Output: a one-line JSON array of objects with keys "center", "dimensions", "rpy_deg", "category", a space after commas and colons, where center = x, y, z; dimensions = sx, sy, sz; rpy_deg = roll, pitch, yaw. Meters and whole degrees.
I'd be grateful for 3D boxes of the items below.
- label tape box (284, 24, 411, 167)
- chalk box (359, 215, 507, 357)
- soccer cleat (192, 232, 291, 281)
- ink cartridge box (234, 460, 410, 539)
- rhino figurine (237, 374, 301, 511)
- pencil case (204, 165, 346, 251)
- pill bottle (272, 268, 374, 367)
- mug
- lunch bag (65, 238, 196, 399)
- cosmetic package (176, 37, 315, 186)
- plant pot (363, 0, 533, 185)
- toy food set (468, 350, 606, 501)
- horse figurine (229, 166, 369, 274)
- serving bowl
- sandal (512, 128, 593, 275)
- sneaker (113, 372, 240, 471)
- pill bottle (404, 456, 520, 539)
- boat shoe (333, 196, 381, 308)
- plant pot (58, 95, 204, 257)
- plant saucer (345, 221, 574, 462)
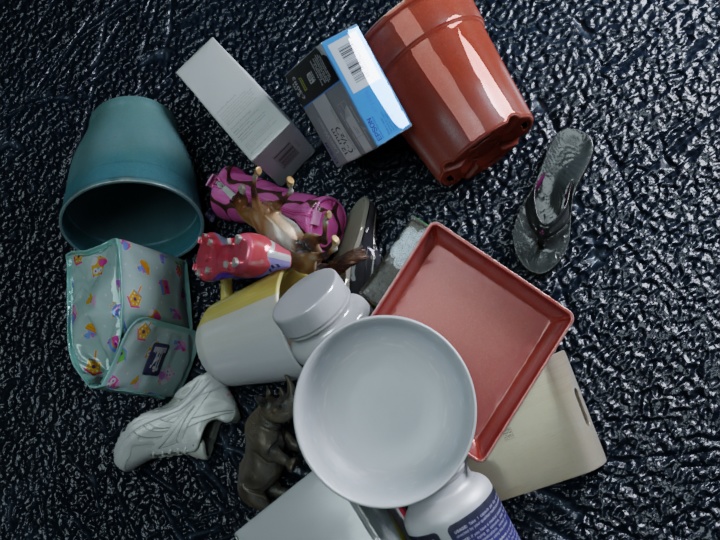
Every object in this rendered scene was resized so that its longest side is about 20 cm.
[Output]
[{"center": [-0.032, -0.217, 1.126], "dimensions": [0.066, 0.199, 0.145], "rpy_deg": [-34, 99, -25], "category": "label tape box"}, {"center": [0.121, 0.047, 1.076], "dimensions": [0.199, 0.124, 0.126], "rpy_deg": [35, 88, 21], "category": "chalk box"}, {"center": [-0.160, -0.015, 1.105], "dimensions": [0.199, 0.076, 0.068], "rpy_deg": [-4, 75, 61], "category": "soccer cleat"}, {"center": [-0.025, 0.327, 1.010], "dimensions": [0.145, 0.200, 0.145], "rpy_deg": [-39, 69, 4], "category": "ink cartridge box"}, {"center": [-0.114, 0.228, 1.109], "dimensions": [0.086, 0.060, 0.203], "rpy_deg": [17, 109, 18], "category": "rhino figurine"}, {"center": [-0.120, -0.087, 1.188], "dimensions": [0.198, 0.094, 0.092], "rpy_deg": [17, 73, 27], "category": "pencil case"}, {"center": [-0.014, 0.103, 1.056], "dimensions": [0.113, 0.114, 0.201], "rpy_deg": [-32, 112, 7], "category": "pill bottle"}, {"center": [-0.135, 0.073, 1.156], "dimensions": [0.151, 0.150, 0.188], "rpy_deg": [-17, 42, 22], "category": "mug"}, {"center": [-0.314, 0.074, 1.181], "dimensions": [0.120, 0.170, 0.203], "rpy_deg": [-16, 72, 21], "category": "lunch bag"}, {"center": [-0.167, -0.232, 1.243], "dimensions": [0.081, 0.113, 0.200], "rpy_deg": [-44, 67, 2], "category": "cosmetic package"}, {"center": [0.115, -0.233, 1.120], "dimensions": [0.199, 0.201, 0.197], "rpy_deg": [-33, 78, 7], "category": "plant pot"}, {"center": [0.186, 0.200, 1.059], "dimensions": [0.197, 0.060, 0.146], "rpy_deg": [-22, 82, 13], "category": "toy food set"}, {"center": [-0.087, -0.053, 1.090], "dimensions": [0.199, 0.133, 0.050], "rpy_deg": [40, 54, 2], "category": "horse figurine"}, {"center": [0.027, 0.151, 0.931], "dimensions": [0.196, 0.066, 0.204], "rpy_deg": [0, 87, 3], "category": "serving bowl"}, {"center": [0.247, -0.095, 1.110], "dimensions": [0.074, 0.048, 0.203], "rpy_deg": [15, 81, 20], "category": "sandal"}, {"center": [-0.253, 0.229, 1.176], "dimensions": [0.199, 0.078, 0.100], "rpy_deg": [-37, 72, 7], "category": "sneaker"}, {"center": [0.120, 0.308, 0.985], "dimensions": [0.115, 0.116, 0.202], "rpy_deg": [-28, 90, 9], "category": "pill bottle"}, {"center": [0.000, 0.000, 1.172], "dimensions": [0.062, 0.072, 0.203], "rpy_deg": [18, 72, -23], "category": "boat shoe"}, {"center": [-0.328, -0.140, 1.238], "dimensions": [0.197, 0.200, 0.190], "rpy_deg": [-17, 57, 13], "category": "plant pot"}, {"center": [0.111, 0.081, 0.982], "dimensions": [0.198, 0.037, 0.201], "rpy_deg": [33, 88, 5], "category": "plant saucer"}]
